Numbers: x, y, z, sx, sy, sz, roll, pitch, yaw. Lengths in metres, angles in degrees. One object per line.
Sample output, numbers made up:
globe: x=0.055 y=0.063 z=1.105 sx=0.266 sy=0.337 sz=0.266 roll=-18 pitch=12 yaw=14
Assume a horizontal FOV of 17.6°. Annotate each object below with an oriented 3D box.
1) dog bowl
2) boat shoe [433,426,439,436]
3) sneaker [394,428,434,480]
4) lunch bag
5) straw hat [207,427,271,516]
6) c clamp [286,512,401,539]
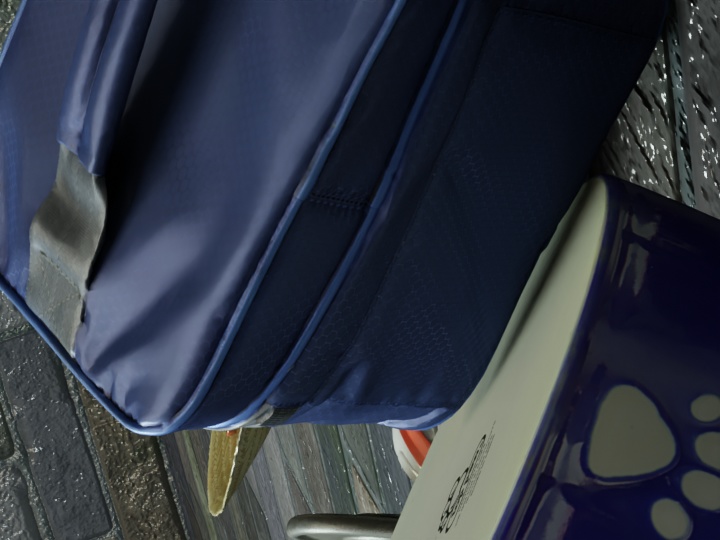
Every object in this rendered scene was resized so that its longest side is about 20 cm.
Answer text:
dog bowl: x=0.061 y=0.078 z=0.651 sx=0.200 sy=0.078 sz=0.201 roll=-155 pitch=90 yaw=-87
boat shoe: x=0.059 y=0.062 z=0.861 sx=0.057 sy=0.066 sz=0.202 roll=134 pitch=142 yaw=-52
sneaker: x=0.037 y=0.013 z=1.033 sx=0.200 sy=0.076 sz=0.082 roll=59 pitch=139 yaw=44
lunch bag: x=-0.019 y=-0.056 z=0.647 sx=0.136 sy=0.132 sz=0.201 roll=40 pitch=115 yaw=34
straw hat: x=0.000 y=0.000 z=0.847 sx=0.201 sy=0.084 sz=0.203 roll=-171 pitch=90 yaw=-83
c clamp: x=0.058 y=0.119 z=0.960 sx=0.200 sy=0.169 sz=0.027 roll=56 pitch=-143 yaw=-75
